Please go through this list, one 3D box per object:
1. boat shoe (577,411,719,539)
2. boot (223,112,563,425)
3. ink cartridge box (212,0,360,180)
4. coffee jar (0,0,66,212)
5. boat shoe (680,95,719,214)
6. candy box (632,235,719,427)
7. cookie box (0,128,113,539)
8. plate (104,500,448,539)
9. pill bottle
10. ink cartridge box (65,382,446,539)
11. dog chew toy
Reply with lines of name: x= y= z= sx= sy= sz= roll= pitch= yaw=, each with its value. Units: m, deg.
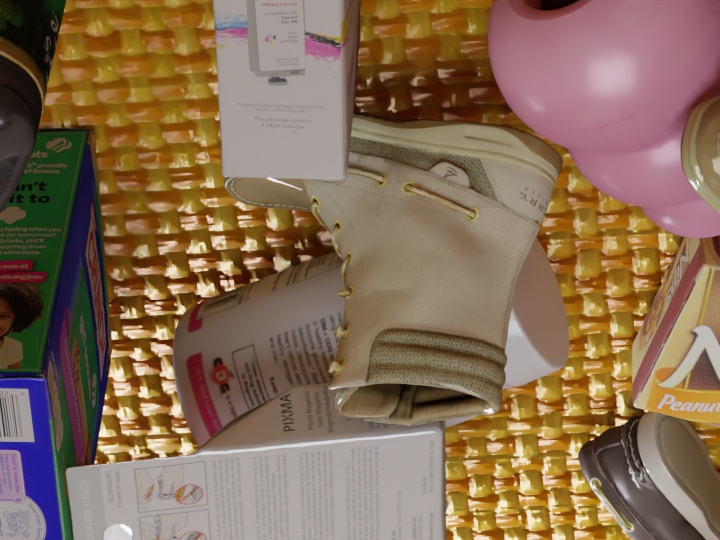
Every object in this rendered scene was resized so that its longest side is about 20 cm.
boat shoe: x=0.202 y=0.164 z=1.726 sx=0.059 sy=0.072 sz=0.200 roll=-21 pitch=123 yaw=29
boot: x=0.000 y=0.000 z=1.516 sx=0.199 sy=0.155 sz=0.072 roll=3 pitch=161 yaw=31
ink cartridge box: x=-0.036 y=-0.158 z=1.431 sx=0.067 sy=0.117 sz=0.200 roll=2 pitch=130 yaw=3
coffee jar: x=-0.194 y=-0.111 z=1.428 sx=0.085 sy=0.200 sz=0.104 roll=21 pitch=130 yaw=-13
boat shoe: x=0.251 y=-0.042 z=1.426 sx=0.199 sy=0.074 sz=0.063 roll=16 pitch=167 yaw=-23
candy box: x=0.264 y=0.044 z=1.622 sx=0.199 sy=0.055 sz=0.116 roll=14 pitch=131 yaw=-8
cookie box: x=-0.184 y=0.049 z=1.569 sx=0.075 sy=0.200 sz=0.172 roll=1 pitch=132 yaw=2
plate: x=-0.066 y=0.160 z=1.687 sx=0.199 sy=0.032 sz=0.200 roll=5 pitch=164 yaw=-12
pill bottle: x=0.007 y=0.042 z=1.604 sx=0.199 sy=0.114 sz=0.113 roll=-20 pitch=127 yaw=21
ink cartridge box: x=-0.053 y=0.135 z=1.566 sx=0.199 sy=0.057 sz=0.163 roll=-2 pitch=133 yaw=-1
dog chew toy: x=0.149 y=-0.090 z=1.478 sx=0.124 sy=0.125 sz=0.200 roll=-21 pitch=134 yaw=21
